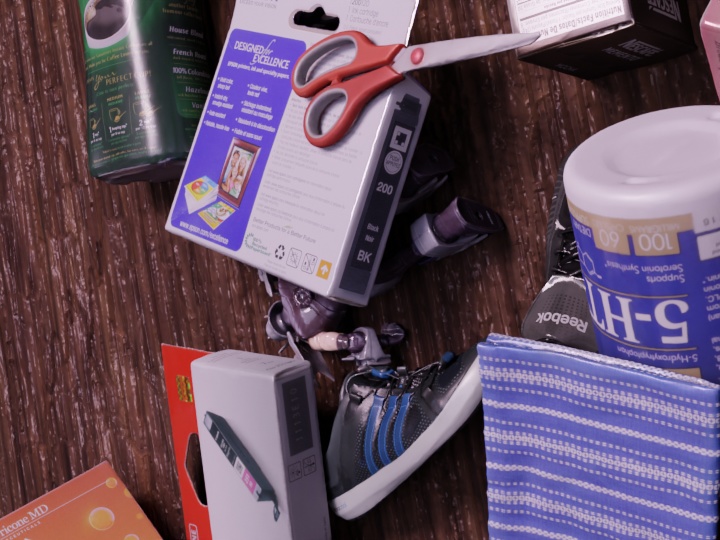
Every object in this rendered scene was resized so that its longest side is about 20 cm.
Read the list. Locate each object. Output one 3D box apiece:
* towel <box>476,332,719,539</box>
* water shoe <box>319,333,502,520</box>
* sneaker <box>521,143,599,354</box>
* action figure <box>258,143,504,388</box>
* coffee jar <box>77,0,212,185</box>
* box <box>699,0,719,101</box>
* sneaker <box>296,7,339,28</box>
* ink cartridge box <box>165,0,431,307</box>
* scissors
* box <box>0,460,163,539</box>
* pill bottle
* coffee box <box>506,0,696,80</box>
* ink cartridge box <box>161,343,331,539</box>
[{"bbox_3d":[0.134,0.139,0.772,0.143,0.024,0.202,11,121,30],"label":"towel"},{"bbox_3d":[0.022,0.095,0.903,0.079,0.071,0.200,46,125,6],"label":"water shoe"},{"bbox_3d":[0.140,0.019,0.840,0.066,0.090,0.203,1,91,31],"label":"sneaker"},{"bbox_3d":[0.000,0.000,0.947,0.200,0.069,0.131,-38,78,30],"label":"action figure"},{"bbox_3d":[-0.166,-0.173,1.037,0.103,0.085,0.203,-7,87,35],"label":"coffee jar"},{"bbox_3d":[0.297,-0.117,0.703,0.199,0.128,0.110,21,76,31],"label":"box"},{"bbox_3d":[0.011,-0.268,0.931,0.200,0.075,0.116,-31,76,31],"label":"sneaker"},{"bbox_3d":[-0.041,-0.097,0.926,0.197,0.043,0.202,21,95,47],"label":"ink cartridge box"},{"bbox_3d":[0.027,-0.136,0.828,0.199,0.014,0.074,-22,63,41],"label":"scissors"},{"bbox_3d":[-0.194,0.269,1.015,0.200,0.124,0.098,49,146,22],"label":"box"},{"bbox_3d":[0.190,0.021,0.759,0.119,0.120,0.202,0,118,32],"label":"pill bottle"},{"bbox_3d":[0.137,-0.229,0.830,0.079,0.113,0.202,-13,84,31],"label":"coffee box"},{"bbox_3d":[-0.095,0.158,0.975,0.172,0.043,0.203,4,104,44],"label":"ink cartridge box"}]
